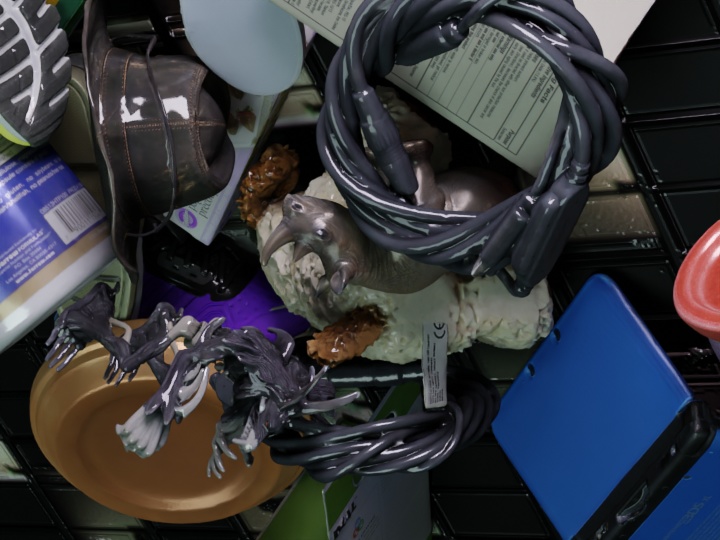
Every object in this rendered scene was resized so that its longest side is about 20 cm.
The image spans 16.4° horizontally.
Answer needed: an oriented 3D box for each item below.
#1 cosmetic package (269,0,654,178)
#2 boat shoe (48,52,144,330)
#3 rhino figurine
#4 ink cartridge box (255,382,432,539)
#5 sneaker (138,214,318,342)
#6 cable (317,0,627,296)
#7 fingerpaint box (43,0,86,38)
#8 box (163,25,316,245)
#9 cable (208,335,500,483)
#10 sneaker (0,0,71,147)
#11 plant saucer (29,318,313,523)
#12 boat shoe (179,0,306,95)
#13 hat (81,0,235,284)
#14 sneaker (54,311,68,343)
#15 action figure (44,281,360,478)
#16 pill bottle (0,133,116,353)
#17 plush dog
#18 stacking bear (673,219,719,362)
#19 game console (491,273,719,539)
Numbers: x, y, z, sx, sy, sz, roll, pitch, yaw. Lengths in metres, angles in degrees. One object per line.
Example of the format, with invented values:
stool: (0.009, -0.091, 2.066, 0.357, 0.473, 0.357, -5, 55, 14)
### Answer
cosmetic package: (0.053, -0.157, 1.404, 0.199, 0.087, 0.104, 35, 140, 2)
boat shoe: (-0.170, -0.048, 1.660, 0.074, 0.068, 0.201, 11, 119, 24)
rhino figurine: (0.032, -0.033, 1.465, 0.060, 0.199, 0.088, 4, 110, 67)
ink cartridge box: (-0.016, 0.160, 1.733, 0.075, 0.148, 0.201, 18, 138, 22)
sneaker: (-0.119, 0.004, 1.714, 0.199, 0.070, 0.100, 4, 118, 26)
cable: (0.059, -0.087, 1.356, 0.163, 0.051, 0.201, 34, 133, 14)
fingerpaint box: (-0.241, -0.213, 1.574, 0.167, 0.073, 0.200, 39, 141, -6)
box: (-0.079, -0.093, 1.606, 0.039, 0.042, 0.200, 33, 141, 3)
cable: (0.008, 0.089, 1.590, 0.200, 0.162, 0.051, 21, 113, 52)
sneaker: (-0.253, -0.160, 1.524, 0.090, 0.078, 0.201, -21, 106, 47)
plant saucer: (-0.129, 0.112, 1.710, 0.198, 0.038, 0.201, 2, 138, 2)
boat shoe: (-0.085, -0.200, 1.470, 0.074, 0.086, 0.202, -15, 129, 23)
hat: (-0.118, -0.088, 1.529, 0.080, 0.201, 0.201, -9, 132, 0)
sneaker: (-0.142, 0.087, 1.800, 0.199, 0.085, 0.077, 30, 141, 7)
action figure: (-0.094, 0.073, 1.502, 0.199, 0.103, 0.119, 18, 172, 43)
pill bottle: (-0.253, -0.057, 1.584, 0.200, 0.120, 0.120, 51, 140, -2)
plush dog: (0.000, 0.000, 1.579, 0.200, 0.160, 0.172, 51, 162, -19)
stacking bear: (0.279, 0.056, 1.448, 0.113, 0.122, 0.200, -16, 127, 42)
game console: (0.199, 0.109, 1.627, 0.169, 0.119, 0.200, 9, 145, -17)
